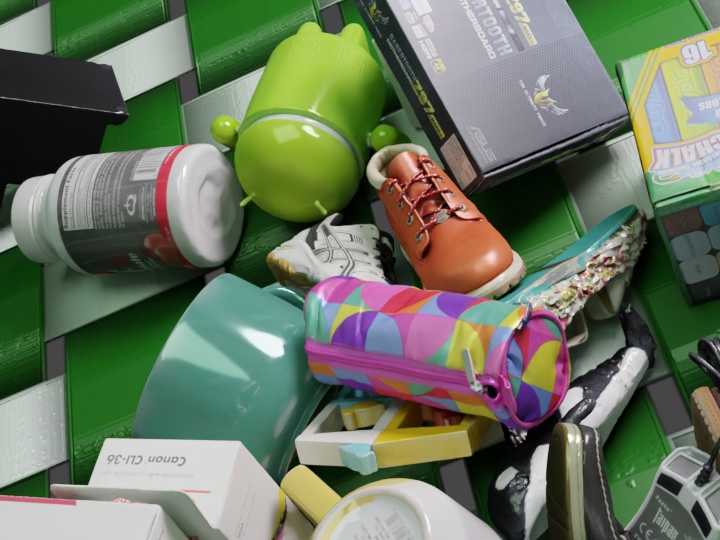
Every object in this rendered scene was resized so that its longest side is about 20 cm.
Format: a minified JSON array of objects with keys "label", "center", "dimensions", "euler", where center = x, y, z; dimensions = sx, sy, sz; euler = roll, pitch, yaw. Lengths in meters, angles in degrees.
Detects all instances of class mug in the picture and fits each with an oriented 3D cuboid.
[{"label":"mug","center":[-0.077,0.082,1.069],"dimensions":[0.114,0.152,0.186],"euler":[27,70,10]},{"label":"mug","center":[0.020,0.210,0.910],"dimensions":[0.186,0.153,0.150],"euler":[0,57,29]}]

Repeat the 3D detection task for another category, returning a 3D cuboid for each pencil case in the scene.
[{"label":"pencil case","center":[0.048,0.053,0.962],"dimensions":[0.199,0.088,0.089],"euler":[8,57,43]}]

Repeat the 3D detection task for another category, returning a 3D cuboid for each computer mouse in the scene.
[{"label":"computer mouse","center":[0.213,0.150,0.880],"dimensions":[0.044,0.201,0.110],"euler":[0,35,-32]}]

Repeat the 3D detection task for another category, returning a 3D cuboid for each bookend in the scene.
[{"label":"bookend","center":[-0.359,-0.114,1.409],"dimensions":[0.199,0.199,0.092],"euler":[4,38,-27]}]

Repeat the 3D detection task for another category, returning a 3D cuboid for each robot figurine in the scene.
[{"label":"robot figurine","center":[-0.044,-0.129,1.251],"dimensions":[0.174,0.116,0.201],"euler":[5,53,15]}]

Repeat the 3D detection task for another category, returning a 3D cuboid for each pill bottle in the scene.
[{"label":"pill bottle","center":[-0.216,-0.053,1.286],"dimensions":[0.199,0.111,0.111],"euler":[-3,52,26]}]

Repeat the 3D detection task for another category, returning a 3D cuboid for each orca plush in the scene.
[{"label":"orca plush","center":[0.133,0.099,0.972],"dimensions":[0.071,0.105,0.200],"euler":[24,66,23]}]

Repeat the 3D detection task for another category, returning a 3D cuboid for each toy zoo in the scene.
[{"label":"toy zoo","center":[0.038,0.098,1.016],"dimensions":[0.130,0.021,0.200],"euler":[-6,17,24]}]

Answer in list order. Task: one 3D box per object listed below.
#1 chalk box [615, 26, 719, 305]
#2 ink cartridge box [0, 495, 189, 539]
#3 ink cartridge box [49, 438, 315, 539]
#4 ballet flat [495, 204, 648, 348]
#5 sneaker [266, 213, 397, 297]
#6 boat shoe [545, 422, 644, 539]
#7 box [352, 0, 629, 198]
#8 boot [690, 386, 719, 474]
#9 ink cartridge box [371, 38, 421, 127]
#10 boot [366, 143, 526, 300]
[{"label":"chalk box","center":[0.275,-0.066,1.029],"dimensions":[0.123,0.125,0.201],"euler":[-17,48,14]},{"label":"ink cartridge box","center":[-0.163,0.242,0.953],"dimensions":[0.146,0.200,0.083],"euler":[-2,49,26]},{"label":"ink cartridge box","center":[-0.114,0.175,0.980],"dimensions":[0.116,0.200,0.068],"euler":[-3,52,26]},{"label":"ballet flat","center":[0.157,0.019,1.051],"dimensions":[0.200,0.064,0.076],"euler":[-33,5,-35]},{"label":"sneaker","center":[0.000,0.000,1.138],"dimensions":[0.088,0.076,0.200],"euler":[-39,35,-14]},{"label":"boat shoe","center":[0.156,0.192,0.870],"dimensions":[0.066,0.072,0.202],"euler":[-6,90,-1]},{"label":"box","center":[0.107,-0.176,1.151],"dimensions":[0.157,0.051,0.201],"euler":[-22,79,-26]},{"label":"boot","center":[0.319,0.131,0.898],"dimensions":[0.165,0.073,0.200],"euler":[-20,44,-4]},{"label":"ink cartridge box","center":[0.077,-0.205,1.251],"dimensions":[0.067,0.117,0.201],"euler":[10,58,31]},{"label":"boot","center":[0.057,-0.036,1.085],"dimensions":[0.075,0.108,0.200],"euler":[-32,24,-6]}]
